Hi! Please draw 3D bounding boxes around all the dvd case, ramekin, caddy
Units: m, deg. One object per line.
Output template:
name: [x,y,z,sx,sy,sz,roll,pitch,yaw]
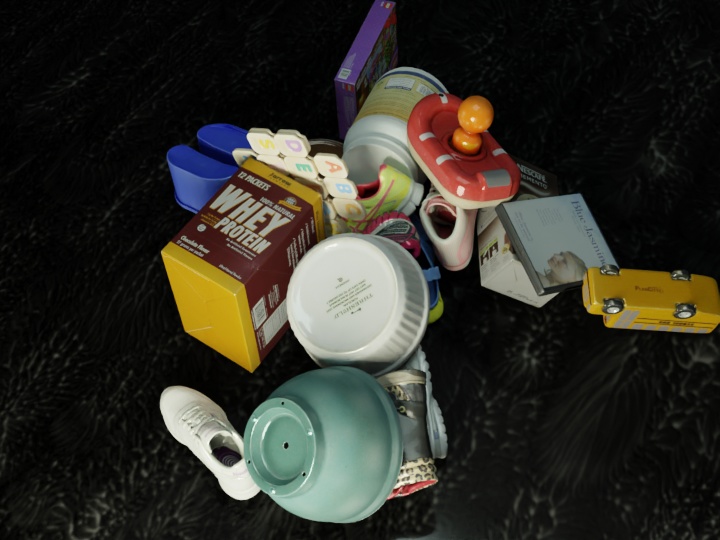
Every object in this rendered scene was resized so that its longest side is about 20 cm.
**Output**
dvd case: [0.291,-0.041,1.583,0.198,0.018,0.144,-9,68,-43]
ramekin: [-0.010,0.042,1.480,0.199,0.094,0.206,-5,76,18]
caddy: [-0.213,-0.145,1.712,0.199,0.106,0.141,25,53,40]

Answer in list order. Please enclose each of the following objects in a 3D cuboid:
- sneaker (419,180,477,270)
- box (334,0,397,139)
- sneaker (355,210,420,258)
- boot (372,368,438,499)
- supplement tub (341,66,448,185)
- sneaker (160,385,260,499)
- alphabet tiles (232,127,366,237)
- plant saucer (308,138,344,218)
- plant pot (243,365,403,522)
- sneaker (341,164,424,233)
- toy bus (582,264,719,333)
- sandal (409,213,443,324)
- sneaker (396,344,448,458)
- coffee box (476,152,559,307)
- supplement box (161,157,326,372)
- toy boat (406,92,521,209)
sneaker: [0.132,-0.111,1.607,0.074,0.105,0.203,-4,68,18]
box: [0.012,-0.333,1.817,0.039,0.138,0.202,15,57,14]
sneaker: [0.000,0.000,1.572,0.200,0.080,0.075,-43,42,12]
boot: [0.013,0.227,1.444,0.198,0.073,0.153,-22,68,24]
supplement tub: [0.056,-0.207,1.706,0.142,0.146,0.201,15,47,13]
sneaker: [-0.202,0.214,1.468,0.075,0.100,0.199,-39,61,-20]
alphabet tiles: [-0.089,-0.122,1.561,0.193,0.201,0.015,8,51,31]
plant saucer: [-0.069,-0.141,1.751,0.197,0.035,0.203,-1,56,1]
plant pot: [-0.064,0.220,1.375,0.198,0.133,0.204,-5,81,36]
sneaker: [-0.001,-0.086,1.629,0.200,0.090,0.079,-42,24,22]
toy bus: [0.412,0.043,1.553,0.196,0.079,0.066,4,61,-7]
sandal: [0.081,-0.022,1.630,0.078,0.088,0.202,-14,54,-6]
sneaker: [0.059,0.168,1.502,0.081,0.075,0.202,-12,56,-8]
coffee box: [0.239,-0.062,1.627,0.112,0.080,0.203,19,51,-26]
supplement box: [-0.157,-0.008,1.560,0.132,0.199,0.201,27,59,21]
toy boat: [0.152,-0.191,1.555,0.129,0.132,0.201,-10,47,-29]
